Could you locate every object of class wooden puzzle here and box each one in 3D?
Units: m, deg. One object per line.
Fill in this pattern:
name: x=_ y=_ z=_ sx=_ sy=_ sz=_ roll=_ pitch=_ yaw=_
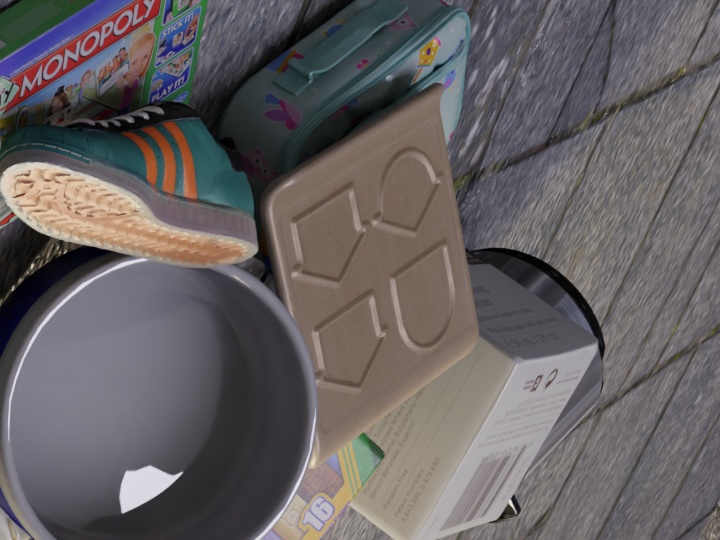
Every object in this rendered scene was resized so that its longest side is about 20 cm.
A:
wooden puzzle: x=0.000 y=0.000 z=1.653 sx=0.185 sy=0.046 sz=0.201 roll=-33 pitch=125 yaw=-45

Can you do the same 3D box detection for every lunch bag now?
lunch bag: x=-0.011 y=-0.095 z=1.712 sx=0.200 sy=0.077 sz=0.161 roll=-42 pitch=157 yaw=-34

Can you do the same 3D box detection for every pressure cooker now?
pressure cooker: x=0.082 y=0.094 z=2.089 sx=0.200 sy=0.175 sz=0.179 roll=-42 pitch=153 yaw=-42

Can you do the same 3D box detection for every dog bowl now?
dog bowl: x=-0.130 y=0.083 z=1.546 sx=0.200 sy=0.200 sz=0.079 roll=-52 pitch=-157 yaw=-11

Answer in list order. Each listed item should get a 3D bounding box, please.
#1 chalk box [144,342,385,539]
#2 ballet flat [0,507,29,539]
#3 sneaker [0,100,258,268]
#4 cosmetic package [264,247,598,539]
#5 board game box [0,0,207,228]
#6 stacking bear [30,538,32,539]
chalk box: x=-0.104 y=0.096 z=1.684 sx=0.124 sy=0.124 sz=0.200 roll=-51 pitch=133 yaw=-10
ballet flat: x=-0.238 y=0.165 z=1.612 sx=0.067 sy=0.067 sz=0.201 roll=-20 pitch=140 yaw=-57
sneaker: x=-0.131 y=-0.059 z=1.437 sx=0.071 sy=0.080 sz=0.200 roll=-17 pitch=159 yaw=29
cosmetic package: x=0.031 y=0.071 z=1.894 sx=0.165 sy=0.200 sz=0.165 roll=-61 pitch=160 yaw=16
board game box: x=-0.158 y=-0.106 z=1.427 sx=0.200 sy=0.029 sz=0.135 roll=-38 pitch=155 yaw=-40
stacking bear: x=-0.200 y=0.230 z=1.678 sx=0.200 sy=0.114 sz=0.121 roll=-26 pitch=174 yaw=38
